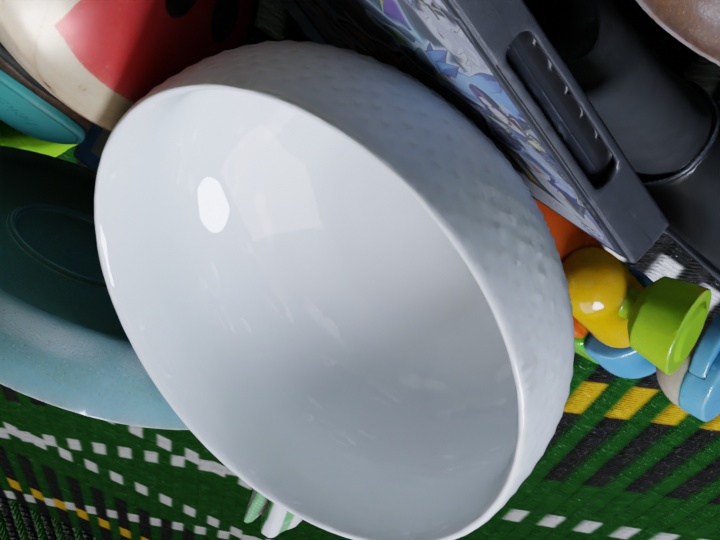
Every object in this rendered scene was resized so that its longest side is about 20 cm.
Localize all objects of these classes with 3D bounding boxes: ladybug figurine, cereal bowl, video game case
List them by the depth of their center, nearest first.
[{"bbox_3d":[0.007,-0.100,0.904,0.200,0.026,0.181,39,173,39],"label":"video game case"},{"bbox_3d":[0.000,0.000,0.949,0.199,0.083,0.201,24,133,29],"label":"cereal bowl"},{"bbox_3d":[-0.094,-0.125,0.967,0.071,0.137,0.200,-20,162,17],"label":"ladybug figurine"}]

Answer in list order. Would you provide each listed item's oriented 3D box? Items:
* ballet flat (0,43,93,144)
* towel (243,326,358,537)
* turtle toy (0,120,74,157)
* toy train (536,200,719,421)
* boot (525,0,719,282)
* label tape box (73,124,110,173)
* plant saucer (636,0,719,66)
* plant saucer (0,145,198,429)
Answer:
[{"bbox_3d":[-0.161,-0.110,0.979,0.068,0.069,0.200,10,170,27],"label":"ballet flat"},{"bbox_3d":[0.031,0.022,1.132,0.023,0.200,0.153,38,140,15],"label":"towel"},{"bbox_3d":[-0.170,-0.106,1.145,0.145,0.102,0.200,-18,162,2],"label":"turtle toy"},{"bbox_3d":[0.090,0.003,1.030,0.115,0.085,0.200,28,176,23],"label":"toy train"},{"bbox_3d":[0.120,-0.061,0.995,0.164,0.066,0.200,29,172,32],"label":"boot"},{"bbox_3d":[-0.025,-0.033,1.165,0.143,0.066,0.200,35,-173,15],"label":"label tape box"},{"bbox_3d":[0.190,-0.098,0.883,0.199,0.035,0.200,17,168,4],"label":"plant saucer"},{"bbox_3d":[-0.122,-0.001,1.069,0.199,0.028,0.200,23,-158,-10],"label":"plant saucer"}]
